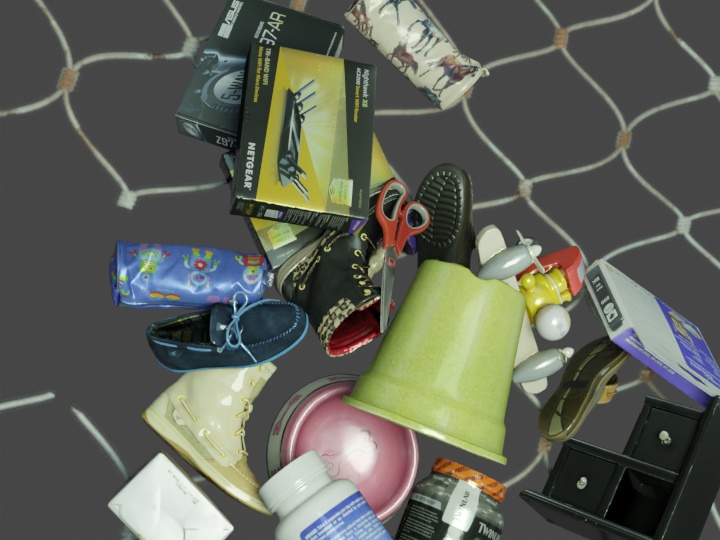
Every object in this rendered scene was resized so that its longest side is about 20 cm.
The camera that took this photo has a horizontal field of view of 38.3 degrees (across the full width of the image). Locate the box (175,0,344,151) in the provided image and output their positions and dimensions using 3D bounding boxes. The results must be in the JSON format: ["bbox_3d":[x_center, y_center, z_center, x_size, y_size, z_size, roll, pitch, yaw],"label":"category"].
[{"bbox_3d":[-0.123,-0.241,1.307,0.158,0.044,0.203,19,66,4],"label":"box"}]

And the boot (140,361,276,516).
[{"bbox_3d":[-0.144,0.181,1.249,0.199,0.073,0.156,37,74,12],"label":"boot"}]

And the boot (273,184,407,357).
[{"bbox_3d":[0.000,0.000,1.240,0.199,0.151,0.073,-37,133,0],"label":"boot"}]

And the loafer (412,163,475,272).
[{"bbox_3d":[0.111,-0.047,1.319,0.072,0.203,0.071,23,36,29],"label":"loafer"}]

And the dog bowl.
[{"bbox_3d":[-0.015,0.227,1.276,0.196,0.074,0.204,2,80,-12],"label":"dog bowl"}]

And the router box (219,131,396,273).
[{"bbox_3d":[-0.061,-0.109,1.330,0.198,0.052,0.159,-25,87,-15],"label":"router box"}]

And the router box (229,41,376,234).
[{"bbox_3d":[-0.065,-0.155,1.214,0.154,0.052,0.204,8,69,-13],"label":"router box"}]

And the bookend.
[{"bbox_3d":[0.334,0.238,1.282,0.092,0.197,0.202,43,70,-41],"label":"bookend"}]

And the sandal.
[{"bbox_3d":[0.302,0.155,1.348,0.055,0.081,0.201,54,57,-23],"label":"sandal"}]

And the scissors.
[{"bbox_3d":[0.030,-0.022,1.199,0.073,0.014,0.202,37,51,-16],"label":"scissors"}]

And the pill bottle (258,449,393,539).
[{"bbox_3d":[-0.026,0.306,1.159,0.111,0.112,0.201,-33,77,-15],"label":"pill bottle"}]

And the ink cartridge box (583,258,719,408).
[{"bbox_3d":[0.382,0.096,1.309,0.197,0.201,0.043,33,114,-22],"label":"ink cartridge box"}]

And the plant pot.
[{"bbox_3d":[0.100,0.096,1.173,0.197,0.200,0.187,22,83,-8],"label":"plant pot"}]

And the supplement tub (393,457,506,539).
[{"bbox_3d":[0.099,0.340,1.258,0.121,0.122,0.203,25,77,-7],"label":"supplement tub"}]

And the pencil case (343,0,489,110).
[{"bbox_3d":[0.075,-0.303,1.377,0.200,0.078,0.090,44,95,-2],"label":"pencil case"}]

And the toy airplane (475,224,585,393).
[{"bbox_3d":[0.198,0.054,1.302,0.198,0.140,0.202,13,100,-39],"label":"toy airplane"}]

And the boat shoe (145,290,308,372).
[{"bbox_3d":[-0.160,0.076,1.209,0.197,0.069,0.085,-18,48,12],"label":"boat shoe"}]

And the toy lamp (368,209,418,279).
[{"bbox_3d":[0.015,-0.004,1.329,0.058,0.058,0.200,44,77,-2],"label":"toy lamp"}]

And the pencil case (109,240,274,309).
[{"bbox_3d":[-0.207,0.014,1.264,0.196,0.079,0.088,5,47,-10],"label":"pencil case"}]

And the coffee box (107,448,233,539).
[{"bbox_3d":[-0.213,0.267,1.161,0.080,0.200,0.115,-44,91,-14],"label":"coffee box"}]
